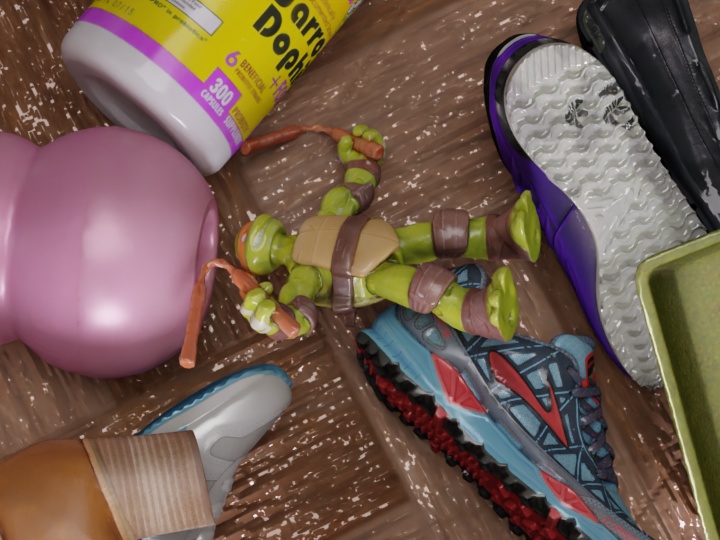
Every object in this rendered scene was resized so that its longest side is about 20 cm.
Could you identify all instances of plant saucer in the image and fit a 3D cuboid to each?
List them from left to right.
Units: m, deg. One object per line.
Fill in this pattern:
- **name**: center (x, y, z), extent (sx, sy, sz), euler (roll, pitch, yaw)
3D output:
- **plant saucer**: center (0.241, 0.040, 1.472), extent (0.199, 0.048, 0.201), euler (-21, 115, -7)

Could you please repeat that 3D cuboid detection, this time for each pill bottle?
- **pill bottle**: center (-0.053, -0.152, 1.501), extent (0.104, 0.104, 0.200), euler (38, 78, 5)

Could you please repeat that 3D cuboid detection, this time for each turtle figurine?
- **turtle figurine**: center (0.000, 0.000, 1.456), extent (0.161, 0.065, 0.200), euler (6, 37, 17)

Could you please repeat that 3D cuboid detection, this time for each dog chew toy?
- **dog chew toy**: center (-0.174, -0.014, 1.462), extent (0.199, 0.125, 0.125), euler (6, 78, 6)

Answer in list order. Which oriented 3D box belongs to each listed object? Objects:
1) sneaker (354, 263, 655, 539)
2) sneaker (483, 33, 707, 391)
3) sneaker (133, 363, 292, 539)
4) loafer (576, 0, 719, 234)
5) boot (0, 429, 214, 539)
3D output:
- **sneaker**: center (0.095, 0.075, 1.477), extent (0.200, 0.079, 0.096), euler (44, 77, 6)
- **sneaker**: center (0.119, -0.037, 1.503), extent (0.069, 0.100, 0.201), euler (-29, 112, -9)
- **sneaker**: center (-0.103, 0.127, 1.462), extent (0.200, 0.077, 0.081), euler (-44, 91, -4)
- **loafer**: center (0.184, -0.068, 1.515), extent (0.070, 0.068, 0.201), euler (-30, 78, 1)
- **boot**: center (-0.135, 0.180, 1.386), extent (0.154, 0.074, 0.201), euler (-12, 78, -8)
